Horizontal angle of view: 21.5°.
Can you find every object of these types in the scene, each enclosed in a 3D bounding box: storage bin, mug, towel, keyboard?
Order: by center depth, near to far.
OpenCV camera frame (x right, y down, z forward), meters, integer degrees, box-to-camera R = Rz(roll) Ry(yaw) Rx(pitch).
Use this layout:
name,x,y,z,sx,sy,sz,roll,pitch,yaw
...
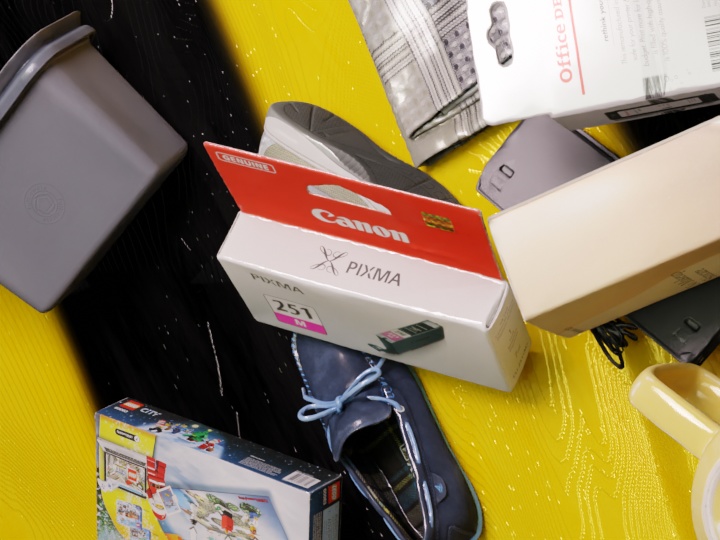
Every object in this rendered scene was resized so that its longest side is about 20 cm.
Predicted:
name,x,y,z,sx,sy,sz,roll,pitch,yaw
mug,0.248,0.131,1.094,0.187,0.153,0.149,0,90,33
keyboard,0.159,-0.013,1.234,0.104,0.040,0.200,-48,65,2
towel,0.072,-0.196,1.285,0.193,0.035,0.200,-32,73,29
storage bin,-0.230,-0.074,1.436,0.134,0.146,0.200,42,113,-3

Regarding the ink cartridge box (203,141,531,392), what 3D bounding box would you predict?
name,x,y,z,sx,sy,sz,roll,pitch,yaw
ink cartridge box,0.000,0.000,1.225,0.200,0.174,0.044,15,67,23

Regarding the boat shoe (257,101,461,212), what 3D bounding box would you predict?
name,x,y,z,sx,sy,sz,roll,pitch,yaw
boat shoe,0.003,-0.044,1.309,0.202,0.074,0.065,37,120,27

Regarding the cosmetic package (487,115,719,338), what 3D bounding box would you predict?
name,x,y,z,sx,sy,sz,roll,pitch,yaw
cosmetic package,0.190,-0.031,1.141,0.200,0.105,0.071,-24,74,19

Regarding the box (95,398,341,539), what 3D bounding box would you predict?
name,x,y,z,sx,sy,sz,roll,pitch,yaw
box,-0.106,0.185,1.366,0.200,0.038,0.137,17,115,33

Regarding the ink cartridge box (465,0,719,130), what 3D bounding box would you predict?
name,x,y,z,sx,sy,sz,roll,pitch,yaw
ink cartridge box,0.171,-0.155,1.169,0.200,0.068,0.116,-9,83,16

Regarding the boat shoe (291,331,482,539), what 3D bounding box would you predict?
name,x,y,z,sx,sy,sz,roll,pitch,yaw
boat shoe,0.013,0.105,1.299,0.200,0.069,0.084,50,114,24
